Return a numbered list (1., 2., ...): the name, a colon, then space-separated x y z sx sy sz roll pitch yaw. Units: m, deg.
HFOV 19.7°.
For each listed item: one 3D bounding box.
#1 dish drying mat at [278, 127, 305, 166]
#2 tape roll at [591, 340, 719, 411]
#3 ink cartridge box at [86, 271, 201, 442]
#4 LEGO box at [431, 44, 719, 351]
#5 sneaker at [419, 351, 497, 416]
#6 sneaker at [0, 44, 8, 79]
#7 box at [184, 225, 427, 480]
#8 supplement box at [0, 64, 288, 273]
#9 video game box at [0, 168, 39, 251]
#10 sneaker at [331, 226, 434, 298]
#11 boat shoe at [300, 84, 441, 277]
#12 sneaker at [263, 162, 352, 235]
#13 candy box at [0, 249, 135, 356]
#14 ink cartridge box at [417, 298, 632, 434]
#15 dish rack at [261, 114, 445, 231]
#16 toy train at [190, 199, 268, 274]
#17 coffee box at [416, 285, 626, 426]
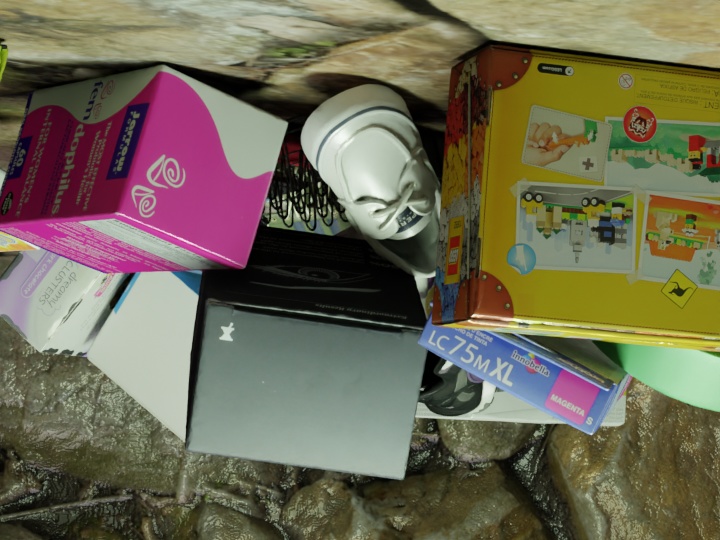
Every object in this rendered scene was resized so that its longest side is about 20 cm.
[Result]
1. dish drying mat: -0.073 -0.096 1.509 0.076 0.018 0.199 1 175 37
2. tape roll: 0.220 -0.004 1.276 0.198 0.202 0.048 6 137 -12
3. ink cartridge box: -0.114 0.033 1.778 0.125 0.129 0.200 39 -147 8
4. LEGO box: 0.149 -0.035 1.145 0.198 0.151 0.077 6 176 -12
5. sneaker: 0.057 0.065 1.504 0.087 0.076 0.200 -17 166 -18
6. sneaker: -0.280 -0.097 1.272 0.073 0.082 0.199 7 175 -30
7. box: -0.039 0.048 1.378 0.146 0.105 0.200 8 -164 -5
8. supplement box: -0.148 -0.062 1.352 0.103 0.102 0.199 23 166 -32
9. video game box: -0.349 -0.072 1.572 0.181 0.047 0.199 29 164 -29
10. sneaker: 0.000 0.000 1.566 0.099 0.076 0.200 -2 166 -6
11. boat shoe: 0.022 -0.053 1.321 0.073 0.066 0.200 -34 154 6
12. sneaker: -0.042 -0.057 1.656 0.089 0.068 0.199 2 -179 -37
13. candy box: -0.214 -0.012 1.768 0.071 0.168 0.200 39 -177 12
14. ink cartridge box: 0.104 0.049 1.259 0.119 0.042 0.200 27 -173 9
15. dish rack: -0.040 -0.063 1.472 0.199 0.055 0.153 -14 166 35
16. toy train: -0.156 -0.053 1.584 0.114 0.088 0.199 7 167 42
17. coffee box: 0.091 0.024 1.728 0.199 0.200 0.199 6 176 -44
